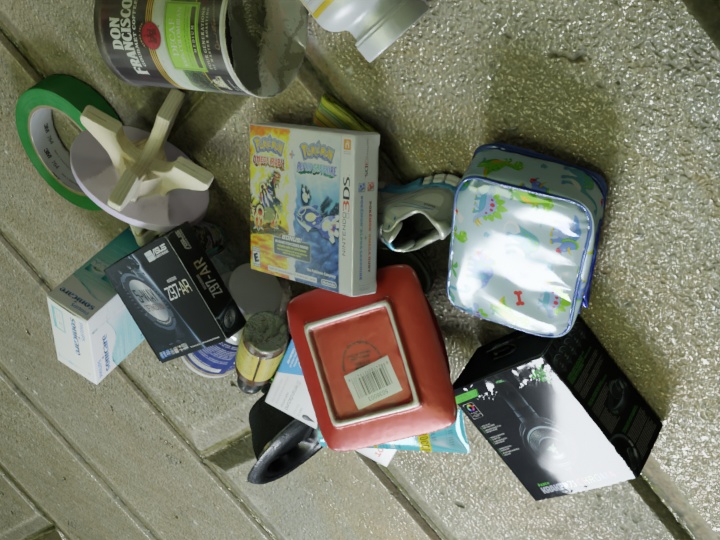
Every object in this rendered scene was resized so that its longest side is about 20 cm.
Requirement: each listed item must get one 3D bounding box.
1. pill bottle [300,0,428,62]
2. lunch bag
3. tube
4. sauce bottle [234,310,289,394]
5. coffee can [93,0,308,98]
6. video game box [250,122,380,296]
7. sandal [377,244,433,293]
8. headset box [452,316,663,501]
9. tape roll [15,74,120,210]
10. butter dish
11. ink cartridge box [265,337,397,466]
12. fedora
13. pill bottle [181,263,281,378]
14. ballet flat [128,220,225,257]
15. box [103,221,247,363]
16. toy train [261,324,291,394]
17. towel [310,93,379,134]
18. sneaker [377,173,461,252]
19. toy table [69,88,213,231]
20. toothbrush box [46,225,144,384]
[{"bbox_3d":[-0.024,-0.311,1.007,0.201,0.112,0.111,50,140,-9],"label":"pill bottle"},{"bbox_3d":[0.178,-0.028,1.101,0.158,0.083,0.203,16,134,16],"label":"lunch bag"},{"bbox_3d":[0.043,0.207,1.332,0.196,0.051,0.078,-1,132,16],"label":"tube"},{"bbox_3d":[-0.142,0.120,1.405,0.064,0.065,0.201,38,152,5],"label":"sauce bottle"},{"bbox_3d":[-0.178,-0.275,1.143,0.197,0.147,0.148,11,132,32],"label":"coffee can"},{"bbox_3d":[-0.059,-0.078,1.216,0.198,0.046,0.186,13,105,46],"label":"video game box"},{"bbox_3d":[-0.001,0.001,1.301,0.197,0.058,0.081,11,134,21],"label":"sandal"},{"bbox_3d":[0.228,0.160,1.229,0.201,0.093,0.173,51,140,-9],"label":"headset box"},{"bbox_3d":[-0.421,-0.187,1.506,0.198,0.048,0.203,23,137,23],"label":"tape roll"},{"bbox_3d":[0.034,0.102,1.268,0.197,0.147,0.203,-18,88,30],"label":"butter dish"},{"bbox_3d":[-0.013,0.157,1.401,0.198,0.086,0.148,28,132,3],"label":"ink cartridge box"},{"bbox_3d":[-0.110,0.230,1.536,0.092,0.198,0.202,52,144,20],"label":"fedora"},{"bbox_3d":[-0.188,0.071,1.489,0.111,0.111,0.200,43,141,-1],"label":"pill bottle"},{"bbox_3d":[-0.290,-0.057,1.496,0.197,0.072,0.073,17,135,29],"label":"ballet flat"},{"bbox_3d":[-0.258,0.035,1.410,0.199,0.043,0.162,-19,104,50],"label":"box"},{"bbox_3d":[-0.110,0.125,1.515,0.041,0.056,0.201,34,141,9],"label":"toy train"},{"bbox_3d":[-0.040,-0.125,1.265,0.086,0.018,0.201,41,142,11],"label":"towel"},{"bbox_3d":[0.037,-0.057,1.196,0.198,0.087,0.075,-12,124,44],"label":"sneaker"},{"bbox_3d":[-0.288,-0.141,1.345,0.196,0.187,0.117,17,157,-10],"label":"toy table"},{"bbox_3d":[-0.372,0.048,1.554,0.084,0.200,0.148,26,139,18],"label":"toothbrush box"}]
